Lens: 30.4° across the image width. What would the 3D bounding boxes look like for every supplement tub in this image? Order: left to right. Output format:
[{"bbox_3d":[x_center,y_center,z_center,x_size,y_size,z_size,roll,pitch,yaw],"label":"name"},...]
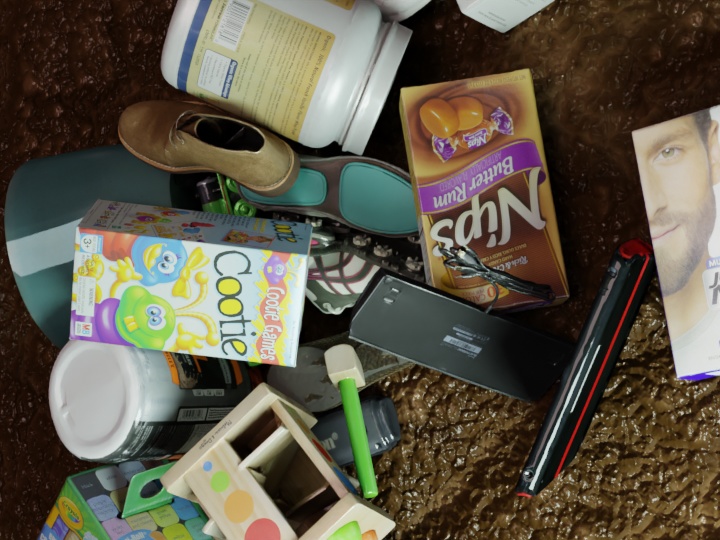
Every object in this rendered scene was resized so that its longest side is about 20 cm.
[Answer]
[{"bbox_3d":[-0.187,0.118,1.262,0.121,0.199,0.125,-3,84,32],"label":"supplement tub"},{"bbox_3d":[-0.065,-0.199,1.196,0.198,0.144,0.146,24,101,-2],"label":"supplement tub"}]

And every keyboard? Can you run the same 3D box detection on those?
[{"bbox_3d":[0.096,0.039,1.090,0.128,0.198,0.021,-53,28,33],"label":"keyboard"}]

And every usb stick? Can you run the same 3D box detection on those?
[{"bbox_3d":[-0.049,0.170,1.267,0.198,0.032,0.056,-24,73,29],"label":"usb stick"}]

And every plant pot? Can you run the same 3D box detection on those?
[{"bbox_3d":[-0.228,-0.032,1.311,0.159,0.200,0.204,-14,79,16],"label":"plant pot"}]

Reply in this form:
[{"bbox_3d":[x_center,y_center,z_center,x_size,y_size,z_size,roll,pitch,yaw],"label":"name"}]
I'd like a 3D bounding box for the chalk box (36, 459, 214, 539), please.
[{"bbox_3d":[-0.228,0.269,1.300,0.124,0.124,0.201,49,126,25],"label":"chalk box"}]

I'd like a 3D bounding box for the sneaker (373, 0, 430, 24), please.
[{"bbox_3d":[-0.012,-0.283,1.232,0.198,0.100,0.076,10,70,32],"label":"sneaker"}]

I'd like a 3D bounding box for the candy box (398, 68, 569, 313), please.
[{"bbox_3d":[0.104,-0.063,1.140,0.115,0.056,0.203,-9,82,-2],"label":"candy box"}]

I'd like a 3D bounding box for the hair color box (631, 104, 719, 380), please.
[{"bbox_3d":[0.289,-0.024,1.041,0.108,0.064,0.203,-15,77,32],"label":"hair color box"}]

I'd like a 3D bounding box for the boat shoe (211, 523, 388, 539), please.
[{"bbox_3d":[-0.051,0.253,1.245,0.197,0.071,0.066,15,90,23],"label":"boat shoe"}]

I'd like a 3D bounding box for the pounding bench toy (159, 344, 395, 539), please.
[{"bbox_3d":[-0.038,0.183,1.155,0.200,0.124,0.156,-43,65,1],"label":"pounding bench toy"}]

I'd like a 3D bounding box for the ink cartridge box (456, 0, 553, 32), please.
[{"bbox_3d":[0.159,-0.324,1.136,0.199,0.082,0.148,-30,71,28],"label":"ink cartridge box"}]

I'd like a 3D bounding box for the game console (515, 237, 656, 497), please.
[{"bbox_3d":[0.177,0.071,1.042,0.031,0.176,0.203,24,100,18],"label":"game console"}]

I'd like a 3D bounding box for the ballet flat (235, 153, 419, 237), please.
[{"bbox_3d":[-0.018,-0.078,1.222,0.197,0.064,0.069,11,106,16],"label":"ballet flat"}]

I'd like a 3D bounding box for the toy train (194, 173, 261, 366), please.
[{"bbox_3d":[-0.112,-0.004,1.286,0.056,0.042,0.203,-15,92,1],"label":"toy train"}]

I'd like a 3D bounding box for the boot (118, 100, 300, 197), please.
[{"bbox_3d":[-0.150,-0.127,1.204,0.198,0.075,0.074,17,77,29],"label":"boot"}]

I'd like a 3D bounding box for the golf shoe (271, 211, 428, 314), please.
[{"bbox_3d":[0.000,0.000,1.235,0.198,0.077,0.089,20,115,37],"label":"golf shoe"}]

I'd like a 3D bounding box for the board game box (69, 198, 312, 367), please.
[{"bbox_3d":[-0.147,0.009,1.174,0.197,0.105,0.105,7,107,-1],"label":"board game box"}]

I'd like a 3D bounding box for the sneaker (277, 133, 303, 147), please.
[{"bbox_3d":[-0.100,-0.213,1.298,0.070,0.082,0.202,-32,70,25],"label":"sneaker"}]

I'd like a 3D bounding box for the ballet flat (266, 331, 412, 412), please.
[{"bbox_3d":[-0.005,0.080,1.238,0.198,0.046,0.068,-27,89,31],"label":"ballet flat"}]
